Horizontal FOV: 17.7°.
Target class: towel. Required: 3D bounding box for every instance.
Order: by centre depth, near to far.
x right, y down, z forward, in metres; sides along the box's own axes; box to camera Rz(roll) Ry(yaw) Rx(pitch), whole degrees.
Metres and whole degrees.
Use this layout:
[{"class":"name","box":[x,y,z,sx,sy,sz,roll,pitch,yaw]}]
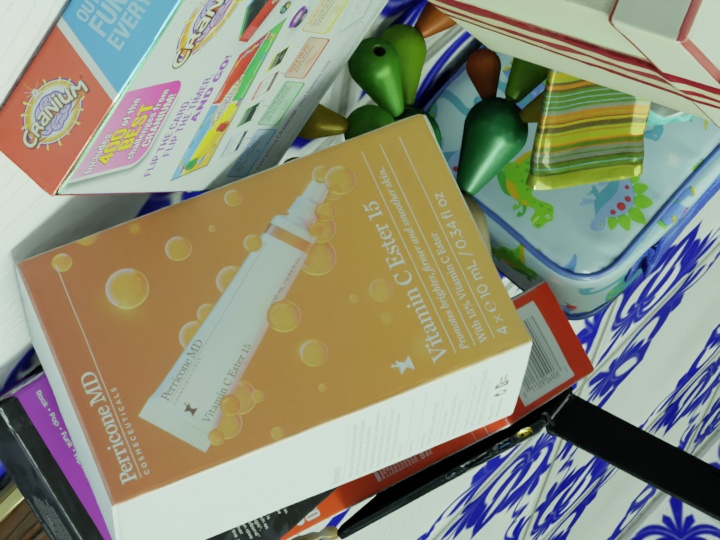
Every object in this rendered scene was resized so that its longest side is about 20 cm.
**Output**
[{"class":"towel","box":[0.133,-0.137,1.171,0.086,0.018,0.201,-14,122,-44]}]

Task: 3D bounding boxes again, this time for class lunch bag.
[{"class":"lunch bag","box":[0.136,-0.080,1.349,0.200,0.161,0.083,-47,165,-16]}]

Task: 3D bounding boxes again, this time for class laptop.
[{"class":"laptop","box":[0.113,0.134,1.294,0.199,0.116,0.187,-29,177,10]}]

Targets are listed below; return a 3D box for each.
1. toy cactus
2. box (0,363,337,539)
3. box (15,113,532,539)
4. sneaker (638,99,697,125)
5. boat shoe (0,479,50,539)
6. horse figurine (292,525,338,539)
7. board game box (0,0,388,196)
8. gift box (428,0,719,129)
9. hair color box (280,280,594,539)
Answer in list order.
[{"class":"toy cactus","box":[0.041,-0.050,1.197,0.200,0.102,0.166,-39,125,-26]},{"class":"box","box":[-0.079,0.075,1.159,0.200,0.143,0.036,-38,-165,-34]},{"class":"box","box":[-0.040,0.032,1.052,0.199,0.125,0.098,-21,159,-11]},{"class":"sneaker","box":[0.193,-0.161,1.281,0.200,0.077,0.091,-50,126,-30]},{"class":"boat shoe","box":[-0.158,0.140,1.203,0.201,0.067,0.072,-55,164,15]},{"class":"horse figurine","box":[-0.049,0.187,1.465,0.132,0.199,0.050,-3,96,-38]},{"class":"board game box","box":[-0.057,-0.104,0.985,0.153,0.040,0.200,-55,164,14]},{"class":"gift box","box":[0.142,-0.167,1.005,0.200,0.186,0.186,18,94,-60]},{"class":"hair color box","box":[0.020,0.084,1.306,0.200,0.064,0.111,-32,176,33]}]
